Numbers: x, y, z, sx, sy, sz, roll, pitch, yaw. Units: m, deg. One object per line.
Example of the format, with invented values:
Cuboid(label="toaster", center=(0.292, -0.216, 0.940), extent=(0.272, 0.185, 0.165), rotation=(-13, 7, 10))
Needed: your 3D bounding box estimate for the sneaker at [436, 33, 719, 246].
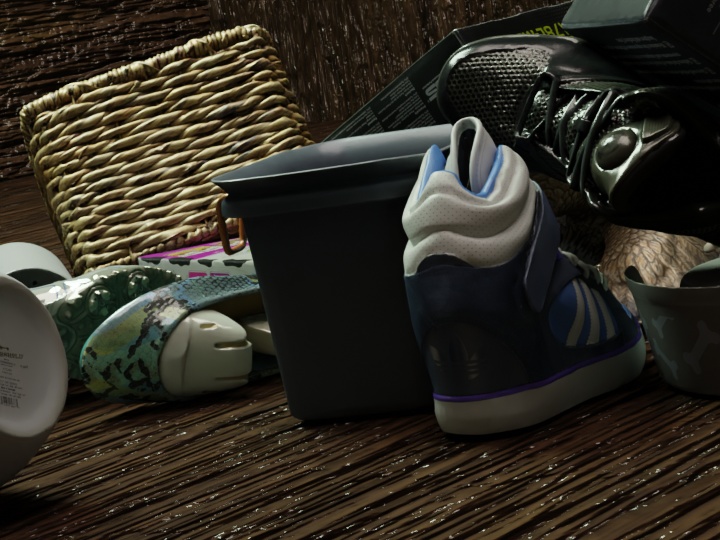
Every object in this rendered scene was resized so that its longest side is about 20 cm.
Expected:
Cuboid(label="sneaker", center=(0.116, -0.073, 1.144), extent=(0.198, 0.077, 0.114), rotation=(29, 6, 24))

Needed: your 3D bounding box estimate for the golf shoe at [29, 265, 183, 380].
Cuboid(label="golf shoe", center=(-0.196, 0.031, 1.393), extent=(0.199, 0.079, 0.097), rotation=(-14, 27, -43))

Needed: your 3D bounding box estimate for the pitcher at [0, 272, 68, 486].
Cuboid(label="pitcher", center=(-0.228, 0.068, 1.137), extent=(0.199, 0.122, 0.171), rotation=(-17, -14, 32))

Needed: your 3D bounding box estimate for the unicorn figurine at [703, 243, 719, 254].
Cuboid(label="unicorn figurine", center=(0.310, -0.016, 1.306), extent=(0.199, 0.074, 0.137), rotation=(-24, 18, -5))

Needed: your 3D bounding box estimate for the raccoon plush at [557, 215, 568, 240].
Cuboid(label="raccoon plush", center=(0.141, -0.087, 1.764), extent=(0.096, 0.135, 0.200), rotation=(-8, 7, -5))

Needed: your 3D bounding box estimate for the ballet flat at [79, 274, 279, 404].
Cuboid(label="ballet flat", center=(-0.068, 0.038, 1.334), extent=(0.199, 0.075, 0.074), rotation=(-19, 12, -38))

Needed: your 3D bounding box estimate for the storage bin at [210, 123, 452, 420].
Cuboid(label="storage bin", center=(0.000, 0.000, 1.248), extent=(0.144, 0.136, 0.200), rotation=(-7, 6, 15))

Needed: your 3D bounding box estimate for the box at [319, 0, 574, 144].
Cuboid(label="box", center=(0.054, -0.096, 1.454), extent=(0.200, 0.048, 0.193), rotation=(-37, -7, 34))

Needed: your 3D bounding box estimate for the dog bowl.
Cuboid(label="dog bowl", center=(0.233, 0.016, 1.143), extent=(0.198, 0.059, 0.200), rotation=(-9, 6, 1))

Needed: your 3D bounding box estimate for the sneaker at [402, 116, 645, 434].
Cuboid(label="sneaker", center=(0.084, -0.009, 1.155), extent=(0.080, 0.148, 0.200), rotation=(-5, 8, 28))

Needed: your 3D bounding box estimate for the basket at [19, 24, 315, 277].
Cuboid(label="basket", center=(-0.132, -0.066, 1.679), extent=(0.198, 0.150, 0.143), rotation=(-22, -18, -8))

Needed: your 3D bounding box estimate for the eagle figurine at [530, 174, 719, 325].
Cuboid(label="eagle figurine", center=(0.151, -0.036, 1.411), extent=(0.150, 0.153, 0.200), rotation=(1, -4, 4))

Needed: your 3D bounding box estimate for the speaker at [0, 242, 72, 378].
Cuboid(label="speaker", center=(-0.225, 0.028, 1.527), extent=(0.080, 0.082, 0.200), rotation=(-10, 7, -10))

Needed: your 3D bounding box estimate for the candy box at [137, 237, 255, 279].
Cuboid(label="candy box", center=(-0.044, 0.010, 1.527), extent=(0.135, 0.062, 0.199), rotation=(-12, 7, -31))

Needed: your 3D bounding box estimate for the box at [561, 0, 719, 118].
Cuboid(label="box", center=(0.226, -0.119, 1.162), extent=(0.199, 0.108, 0.148), rotation=(31, -2, -12))
